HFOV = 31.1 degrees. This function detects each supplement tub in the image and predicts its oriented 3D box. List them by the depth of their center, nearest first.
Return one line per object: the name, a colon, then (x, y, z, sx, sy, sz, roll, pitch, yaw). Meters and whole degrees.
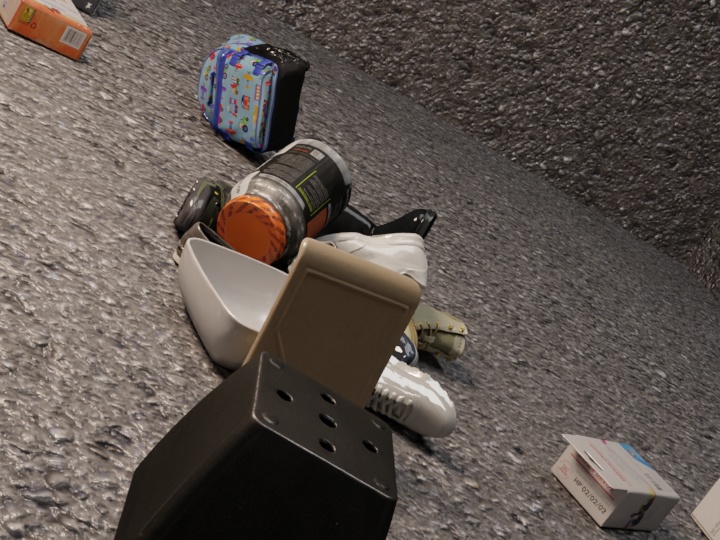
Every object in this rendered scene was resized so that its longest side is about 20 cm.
supplement tub: (-0.103, -0.088, 1.740, 0.122, 0.123, 0.200, 36, 36, 7)

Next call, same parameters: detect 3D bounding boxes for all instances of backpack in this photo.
backpack: (-0.205, -0.314, 2.245, 0.199, 0.185, 0.134, 28, 28, 29)

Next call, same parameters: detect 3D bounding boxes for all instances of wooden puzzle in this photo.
wooden puzzle: (-0.039, 0.078, 1.430, 0.184, 0.202, 0.037, 21, 6, -40)

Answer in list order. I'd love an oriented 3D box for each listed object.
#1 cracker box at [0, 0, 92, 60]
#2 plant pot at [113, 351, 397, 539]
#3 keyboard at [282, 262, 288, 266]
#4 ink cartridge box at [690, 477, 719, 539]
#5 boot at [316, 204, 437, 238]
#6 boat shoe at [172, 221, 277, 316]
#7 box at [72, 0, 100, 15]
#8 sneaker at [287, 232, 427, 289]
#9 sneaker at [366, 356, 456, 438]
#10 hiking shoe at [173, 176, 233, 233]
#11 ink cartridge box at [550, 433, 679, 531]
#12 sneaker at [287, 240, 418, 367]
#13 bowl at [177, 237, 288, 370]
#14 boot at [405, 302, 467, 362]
cracker box: (-0.534, -0.435, 2.126, 0.133, 0.058, 0.200, 22, 20, -41)
plant pot: (-0.074, 0.190, 1.067, 0.199, 0.178, 0.200, 30, 16, -11)
keyboard: (-0.045, -0.015, 1.876, 0.197, 0.021, 0.127, 16, 16, 3)
ink cartridge box: (0.639, 0.378, 2.022, 0.199, 0.147, 0.083, 25, 17, -32)
boot: (0.006, -0.063, 1.952, 0.167, 0.201, 0.077, 37, 48, 1)
boat shoe: (-0.144, 0.011, 1.647, 0.199, 0.057, 0.067, 32, 16, -10)
box: (-0.569, -0.604, 2.421, 0.198, 0.124, 0.199, 25, 20, -29)
sneaker: (0.000, 0.000, 1.789, 0.197, 0.075, 0.090, -5, 66, -12)
sneaker: (0.028, 0.149, 1.606, 0.199, 0.077, 0.080, 34, 28, 12)
hiking shoe: (-0.185, -0.075, 1.774, 0.100, 0.076, 0.200, 33, 15, 6)
ink cartridge box: (0.347, 0.297, 1.807, 0.199, 0.068, 0.115, 17, 23, -48)
sneaker: (-0.015, 0.047, 1.670, 0.201, 0.077, 0.147, 35, -20, 28)
bowl: (-0.122, 0.061, 1.521, 0.199, 0.075, 0.200, 21, 21, -38)
boot: (0.087, 0.092, 1.850, 0.153, 0.073, 0.200, 24, 15, -22)
